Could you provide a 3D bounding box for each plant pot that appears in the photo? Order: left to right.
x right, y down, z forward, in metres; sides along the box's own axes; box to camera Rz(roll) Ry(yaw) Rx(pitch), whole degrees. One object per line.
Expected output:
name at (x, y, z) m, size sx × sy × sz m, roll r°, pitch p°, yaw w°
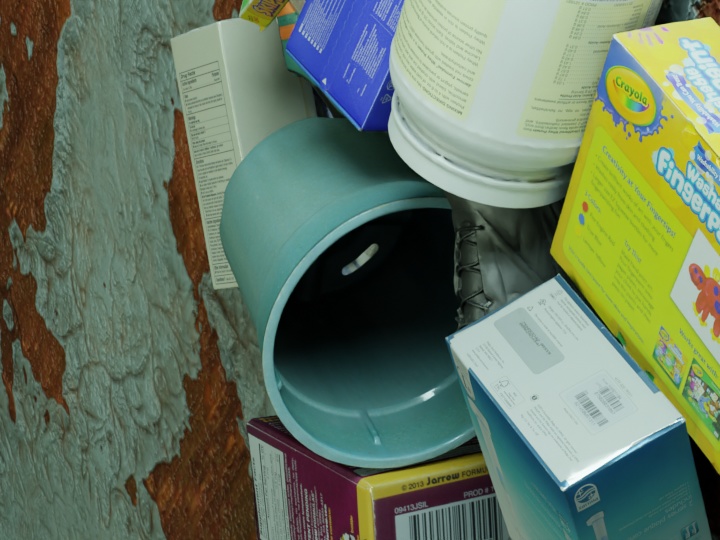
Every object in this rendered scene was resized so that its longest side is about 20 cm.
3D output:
plant pot at (0.000, 0.000, 1.701) m, size 0.196 × 0.200 × 0.201 m, roll -127°, pitch 35°, yaw -57°

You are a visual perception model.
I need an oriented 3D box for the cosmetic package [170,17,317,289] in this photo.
cosmetic package at (-0.079, -0.090, 1.893) m, size 0.105 × 0.071 × 0.200 m, roll -3°, pitch 97°, yaw 64°

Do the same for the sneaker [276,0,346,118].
sneaker at (-0.037, -0.188, 1.824) m, size 0.200 × 0.071 × 0.080 m, roll 65°, pitch 146°, yaw 26°

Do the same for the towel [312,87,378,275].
towel at (-0.027, -0.056, 1.910) m, size 0.147 × 0.024 × 0.200 m, roll 66°, pitch 151°, yaw 25°

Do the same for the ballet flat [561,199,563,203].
ballet flat at (0.055, -0.102, 1.626) m, size 0.200 × 0.074 × 0.074 m, roll 58°, pitch 149°, yaw 15°

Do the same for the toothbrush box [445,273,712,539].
toothbrush box at (0.137, 0.127, 1.487) m, size 0.146 × 0.085 × 0.200 m, roll 52°, pitch 166°, yaw 45°

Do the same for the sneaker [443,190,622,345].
sneaker at (0.092, 0.007, 1.550) m, size 0.200 × 0.091 × 0.076 m, roll 61°, pitch 160°, yaw -7°

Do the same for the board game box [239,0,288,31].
board game box at (-0.039, -0.230, 1.640) m, size 0.200 × 0.030 × 0.096 m, roll 137°, pitch 149°, yaw -70°

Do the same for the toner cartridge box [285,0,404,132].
toner cartridge box at (0.028, -0.194, 1.554) m, size 0.095 × 0.043 × 0.200 m, roll 50°, pitch 127°, yaw 36°

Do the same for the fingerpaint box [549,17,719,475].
fingerpaint box at (0.201, -0.015, 1.394) m, size 0.200 × 0.073 × 0.167 m, roll 55°, pitch 146°, yaw 39°

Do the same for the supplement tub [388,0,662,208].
supplement tub at (0.099, -0.152, 1.458) m, size 0.145 × 0.145 × 0.200 m, roll 55°, pitch 140°, yaw 41°

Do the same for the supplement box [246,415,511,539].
supplement box at (0.019, 0.164, 1.770) m, size 0.200 × 0.131 × 0.103 m, roll 22°, pitch 119°, yaw 61°
